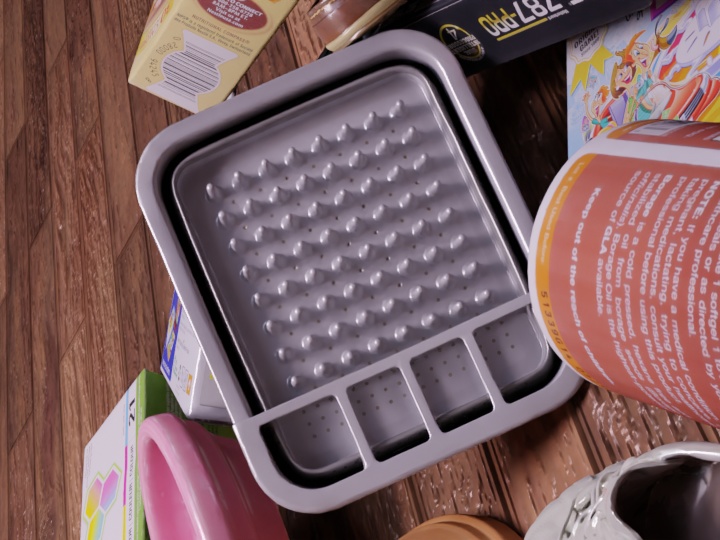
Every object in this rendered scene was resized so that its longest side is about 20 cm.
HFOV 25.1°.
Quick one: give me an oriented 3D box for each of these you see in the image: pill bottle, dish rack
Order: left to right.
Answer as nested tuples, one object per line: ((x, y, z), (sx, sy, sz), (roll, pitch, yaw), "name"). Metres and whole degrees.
((0.000, 0.000, 0.783), (0.044, 0.171, 0.201), (83, 163, -81), "dish rack")
((0.152, 0.007, 0.565), (0.200, 0.112, 0.113), (18, 89, 65), "pill bottle")

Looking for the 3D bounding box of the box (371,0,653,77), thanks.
((0.105, -0.177, 0.793), (0.162, 0.049, 0.200), (-58, 20, -22), "box")

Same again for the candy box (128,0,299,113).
((-0.049, -0.181, 0.831), (0.200, 0.055, 0.116), (-44, 28, 49), "candy box")

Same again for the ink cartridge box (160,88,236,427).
((-0.083, -0.019, 0.994), (0.198, 0.047, 0.201), (-157, 78, -79), "ink cartridge box")

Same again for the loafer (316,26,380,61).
((-0.021, -0.042, 0.846), (0.068, 0.070, 0.201), (3, 63, 31), "loafer")

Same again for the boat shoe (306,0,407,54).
((0.022, -0.193, 0.837), (0.072, 0.068, 0.200), (-24, 28, 56), "boat shoe")

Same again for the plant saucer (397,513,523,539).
((0.024, 0.213, 0.771), (0.200, 0.037, 0.201), (-43, 37, 45), "plant saucer")

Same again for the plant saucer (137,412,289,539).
((-0.072, 0.173, 0.893), (0.200, 0.051, 0.202), (166, 90, -73), "plant saucer")

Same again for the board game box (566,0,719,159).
((0.163, -0.098, 0.703), (0.200, 0.034, 0.135), (-38, 40, 49), "board game box")

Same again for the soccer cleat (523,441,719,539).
((0.113, 0.097, 0.622), (0.200, 0.077, 0.070), (-23, 53, 58), "soccer cleat")

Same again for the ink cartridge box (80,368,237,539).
((-0.160, 0.189, 1.108), (0.200, 0.075, 0.148), (-49, 33, 37), "ink cartridge box")
